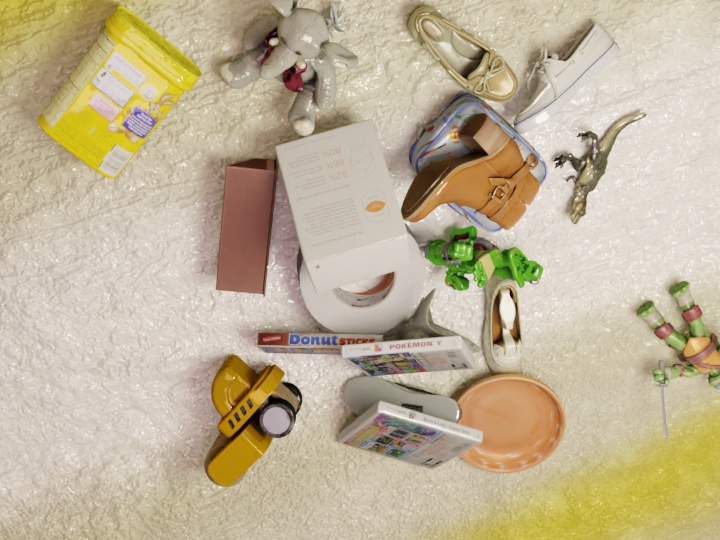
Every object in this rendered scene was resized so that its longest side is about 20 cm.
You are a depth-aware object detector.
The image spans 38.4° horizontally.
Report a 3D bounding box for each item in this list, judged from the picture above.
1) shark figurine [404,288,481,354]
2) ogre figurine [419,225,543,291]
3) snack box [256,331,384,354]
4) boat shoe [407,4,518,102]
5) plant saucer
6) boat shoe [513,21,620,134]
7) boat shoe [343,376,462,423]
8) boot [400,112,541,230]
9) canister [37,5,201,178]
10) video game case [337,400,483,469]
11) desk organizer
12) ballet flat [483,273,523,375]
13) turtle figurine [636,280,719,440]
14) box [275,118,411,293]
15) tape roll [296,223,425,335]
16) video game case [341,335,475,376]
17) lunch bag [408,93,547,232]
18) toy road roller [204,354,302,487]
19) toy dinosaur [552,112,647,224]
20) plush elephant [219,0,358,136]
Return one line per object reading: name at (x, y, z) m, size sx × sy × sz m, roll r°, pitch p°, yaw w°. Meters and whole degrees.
shark figurine at (0.104, 0.083, 1.651) m, size 0.127 × 0.214 × 0.091 m, roll -2°, pitch 72°, yaw 23°
ogre figurine at (0.180, -0.017, 1.589) m, size 0.199 × 0.119 × 0.099 m, roll -14°, pitch 106°, yaw -38°
snack box at (-0.061, 0.117, 1.634) m, size 0.198 × 0.072 × 0.025 m, roll 1°, pitch 77°, yaw 6°
boat shoe at (0.155, -0.314, 1.525) m, size 0.200 × 0.063 × 0.073 m, roll 38°, pitch 102°, yaw -18°
plant saucer at (0.246, 0.254, 1.751) m, size 0.198 × 0.038 × 0.202 m, roll 1°, pitch 119°, yaw 1°
boat shoe at (0.289, -0.296, 1.540) m, size 0.202 × 0.075 × 0.086 m, roll -42°, pitch 103°, yaw -1°
boat shoe at (0.070, 0.223, 1.710) m, size 0.198 × 0.064 × 0.072 m, roll 12°, pitch 87°, yaw 13°
boot at (0.166, -0.108, 1.508) m, size 0.200 × 0.074 × 0.155 m, roll -46°, pitch 118°, yaw -1°
canister at (-0.346, -0.249, 1.475) m, size 0.148 × 0.087 × 0.200 m, roll 38°, pitch 103°, yaw -18°
video game case at (0.077, 0.272, 1.689) m, size 0.180 × 0.024 × 0.200 m, roll 18°, pitch 152°, yaw -13°
desk organizer at (-0.173, -0.069, 1.573) m, size 0.076 × 0.072 × 0.202 m, roll 5°, pitch 110°, yaw -7°
ballet flat at (0.234, 0.098, 1.691) m, size 0.067 × 0.062 × 0.202 m, roll -11°, pitch 112°, yaw -3°
turtle figurine at (0.542, 0.131, 1.685) m, size 0.200 × 0.144 × 0.195 m, roll -38°, pitch 94°, yaw -36°
box at (-0.025, -0.093, 1.505) m, size 0.151 × 0.202 × 0.107 m, roll -15°, pitch 156°, yaw -1°
tape roll at (0.000, 0.000, 1.623) m, size 0.198 × 0.066 × 0.202 m, roll -2°, pitch 112°, yaw -6°
video game case at (0.079, 0.135, 1.608) m, size 0.180 × 0.200 × 0.023 m, roll -6°, pitch 75°, yaw 11°
lunch bag at (0.174, -0.162, 1.581) m, size 0.199 × 0.076 × 0.160 m, roll 37°, pitch 104°, yaw -19°
toy road roller at (-0.195, 0.230, 1.661) m, size 0.146 × 0.123 × 0.200 m, roll 43°, pitch 100°, yaw -5°
toy dinosaur at (0.359, -0.175, 1.614) m, size 0.088 × 0.048 × 0.201 m, roll 21°, pitch 107°, yaw -30°
plush elephant at (-0.091, -0.304, 1.436) m, size 0.164 × 0.155 × 0.200 m, roll 42°, pitch 95°, yaw 2°
